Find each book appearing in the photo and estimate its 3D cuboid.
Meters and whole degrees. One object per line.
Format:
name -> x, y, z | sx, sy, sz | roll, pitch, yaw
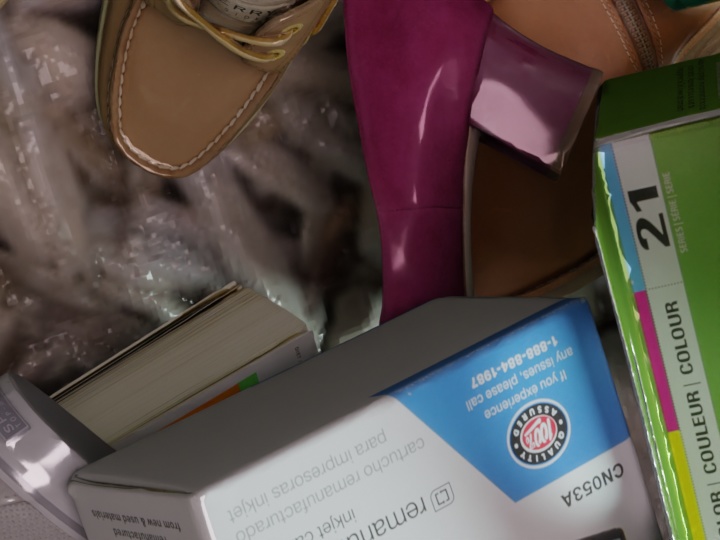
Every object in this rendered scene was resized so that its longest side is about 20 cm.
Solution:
book -> -0.093, 0.112, 0.803 | 0.200, 0.048, 0.134 | -32, 126, -24

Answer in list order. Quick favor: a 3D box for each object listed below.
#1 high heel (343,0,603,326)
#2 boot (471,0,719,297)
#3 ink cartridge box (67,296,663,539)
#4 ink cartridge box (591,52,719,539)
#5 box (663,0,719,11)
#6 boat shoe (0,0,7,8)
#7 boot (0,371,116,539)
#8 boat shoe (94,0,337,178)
high heel -> 0.000, 0.000, 0.794 | 0.096, 0.067, 0.201 | 25, 79, 3
boot -> 0.054, -0.079, 0.852 | 0.200, 0.074, 0.155 | -40, 104, -14
ink cartridge box -> 0.022, 0.126, 0.703 | 0.145, 0.084, 0.201 | -25, 102, -30
ink cartridge box -> 0.123, 0.023, 0.734 | 0.075, 0.200, 0.148 | -13, 103, 9
box -> 0.118, -0.205, 0.819 | 0.117, 0.048, 0.201 | 43, 56, -34
boat shoe -> -0.088, -0.149, 0.776 | 0.201, 0.073, 0.063 | -41, 65, -7
boot -> -0.081, 0.120, 0.754 | 0.096, 0.074, 0.200 | -45, 124, 1
boat shoe -> -0.038, -0.107, 0.775 | 0.074, 0.066, 0.200 | 21, 120, -11
